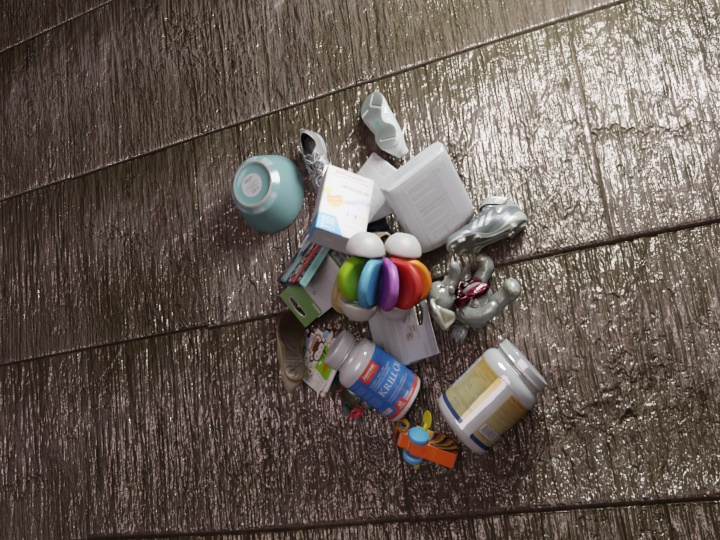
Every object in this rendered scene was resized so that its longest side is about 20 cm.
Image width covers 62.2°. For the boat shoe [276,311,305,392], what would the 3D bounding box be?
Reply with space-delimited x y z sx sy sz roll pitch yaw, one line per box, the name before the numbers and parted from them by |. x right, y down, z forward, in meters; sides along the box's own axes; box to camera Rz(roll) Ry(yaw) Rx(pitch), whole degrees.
boat shoe | -0.168 0.190 1.420 0.066 0.070 0.204 114 153 -43

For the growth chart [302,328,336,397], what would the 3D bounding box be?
growth chart | -0.102 0.207 1.391 0.198 0.017 0.149 14 85 57

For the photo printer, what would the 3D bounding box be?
photo printer | 0.154 -0.149 1.307 0.164 0.202 0.070 -35 29 1

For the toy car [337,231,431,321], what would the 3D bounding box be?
toy car | 0.054 0.024 1.201 0.150 0.194 0.181 -143 57 -60

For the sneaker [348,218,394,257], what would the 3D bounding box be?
sneaker | 0.003 -0.031 1.400 0.201 0.077 0.148 -41 69 10

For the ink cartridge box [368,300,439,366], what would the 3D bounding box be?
ink cartridge box | 0.093 0.108 1.335 0.171 0.043 0.207 -24 74 37

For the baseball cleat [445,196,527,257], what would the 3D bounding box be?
baseball cleat | 0.262 -0.099 1.297 0.194 0.071 0.108 -15 55 -13

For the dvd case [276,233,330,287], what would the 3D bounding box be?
dvd case | -0.125 -0.028 1.384 0.022 0.199 0.148 37 76 -19

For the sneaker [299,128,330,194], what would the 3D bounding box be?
sneaker | -0.110 -0.254 1.462 0.074 0.081 0.205 -30 68 18

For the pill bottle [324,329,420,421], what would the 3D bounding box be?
pill bottle | 0.022 0.219 1.271 0.197 0.112 0.114 36 96 -8

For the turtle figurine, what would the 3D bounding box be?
turtle figurine | -0.014 0.258 1.361 0.150 0.100 0.200 -48 62 3

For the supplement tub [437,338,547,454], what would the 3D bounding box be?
supplement tub | 0.271 0.255 1.225 0.200 0.144 0.145 -45 71 9

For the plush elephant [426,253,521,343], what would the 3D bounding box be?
plush elephant | 0.206 0.049 1.260 0.203 0.152 0.166 -57 28 20

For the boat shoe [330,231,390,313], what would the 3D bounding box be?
boat shoe | 0.000 0.000 1.299 0.072 0.063 0.204 31 82 -9

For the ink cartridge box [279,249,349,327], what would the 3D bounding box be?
ink cartridge box | -0.093 0.036 1.404 0.104 0.059 0.199 48 126 -4

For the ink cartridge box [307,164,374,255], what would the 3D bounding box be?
ink cartridge box | -0.038 -0.149 1.300 0.112 0.068 0.206 17 62 -14

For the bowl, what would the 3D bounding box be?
bowl | -0.247 -0.205 1.504 0.194 0.105 0.209 -3 82 19

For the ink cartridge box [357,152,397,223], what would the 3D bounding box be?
ink cartridge box | 0.016 -0.159 1.389 0.202 0.049 0.161 -54 38 10

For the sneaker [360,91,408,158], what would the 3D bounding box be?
sneaker | 0.057 -0.344 1.429 0.070 0.080 0.205 -33 54 21

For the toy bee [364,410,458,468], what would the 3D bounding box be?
toy bee | 0.116 0.356 1.300 0.197 0.109 0.132 33 110 -9
